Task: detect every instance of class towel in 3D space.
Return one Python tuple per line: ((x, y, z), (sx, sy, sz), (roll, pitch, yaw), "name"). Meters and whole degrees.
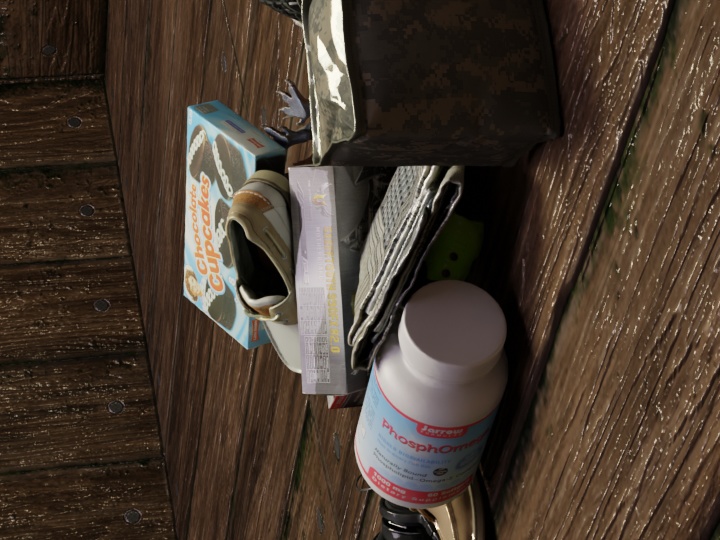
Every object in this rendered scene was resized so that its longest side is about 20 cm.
((0.034, -0.044, 1.574), (0.200, 0.034, 0.193), (-85, 20, -61), "towel")

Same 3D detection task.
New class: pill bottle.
((0.059, 0.099, 1.585), (0.201, 0.108, 0.109), (102, 159, -53), "pill bottle")

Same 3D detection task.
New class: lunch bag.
((0.044, -0.182, 1.427), (0.118, 0.163, 0.202), (150, 117, -69), "lunch bag")

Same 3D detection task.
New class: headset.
((0.056, 0.237, 1.786), (0.200, 0.093, 0.124), (55, 147, 36), "headset")

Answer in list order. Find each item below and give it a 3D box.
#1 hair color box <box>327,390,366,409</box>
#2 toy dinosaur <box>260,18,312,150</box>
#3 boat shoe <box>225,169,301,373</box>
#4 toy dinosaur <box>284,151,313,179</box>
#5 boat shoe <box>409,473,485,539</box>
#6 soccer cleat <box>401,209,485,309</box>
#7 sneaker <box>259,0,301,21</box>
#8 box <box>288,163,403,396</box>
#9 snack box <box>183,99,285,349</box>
((-0.009, 0.025, 1.961), (0.111, 0.063, 0.202), (118, 144, -65), "hair color box")
((-0.013, -0.153, 1.806), (0.200, 0.181, 0.106), (35, 130, 28), "toy dinosaur")
((-0.078, 0.014, 1.730), (0.068, 0.074, 0.201), (-49, -48, -44), "boat shoe")
((-0.044, -0.015, 1.817), (0.136, 0.085, 0.201), (-43, 64, 54), "toy dinosaur")
((0.058, 0.178, 1.701), (0.074, 0.069, 0.201), (100, 161, -47), "boat shoe")
((0.051, 0.006, 1.650), (0.200, 0.067, 0.082), (127, 167, -70), "soccer cleat")
((-0.007, -0.268, 1.673), (0.076, 0.199, 0.091), (37, -127, -52), "sneaker")
((0.000, 0.000, 1.745), (0.158, 0.048, 0.202), (-12, -81, -62), "box")
((-0.118, -0.042, 1.808), (0.116, 0.037, 0.201), (37, 133, 44), "snack box")
